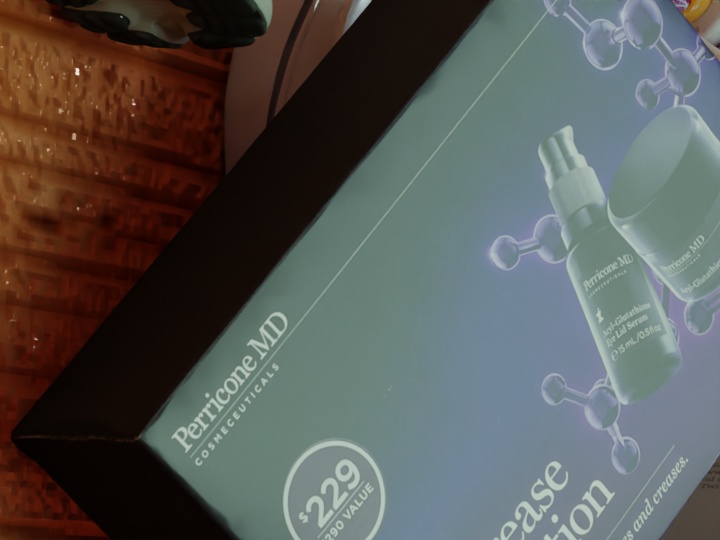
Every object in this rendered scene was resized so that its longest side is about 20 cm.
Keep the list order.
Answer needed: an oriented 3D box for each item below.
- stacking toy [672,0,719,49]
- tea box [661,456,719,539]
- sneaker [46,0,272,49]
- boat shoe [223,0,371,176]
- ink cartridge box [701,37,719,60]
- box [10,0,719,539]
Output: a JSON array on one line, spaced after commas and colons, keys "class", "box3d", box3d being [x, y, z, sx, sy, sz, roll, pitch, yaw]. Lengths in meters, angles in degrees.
[{"class": "stacking toy", "box3d": [0.145, -0.099, 1.125, 0.200, 0.116, 0.110, 17, 72, -49]}, {"class": "tea box", "box3d": [0.116, 0.159, 0.940, 0.134, 0.199, 0.197, -51, 132, -51]}, {"class": "sneaker", "box3d": [-0.074, -0.132, 0.736, 0.200, 0.077, 0.085, 59, 34, -60]}, {"class": "boat shoe", "box3d": [0.000, 0.000, 0.866, 0.073, 0.065, 0.201, 14, 77, -61]}, {"class": "ink cartridge box", "box3d": [0.144, 0.018, 1.040, 0.084, 0.145, 0.200, -43, 138, -8]}, {"class": "box", "box3d": [0.026, 0.018, 0.797, 0.141, 0.079, 0.200, 47, 65, -19]}]
